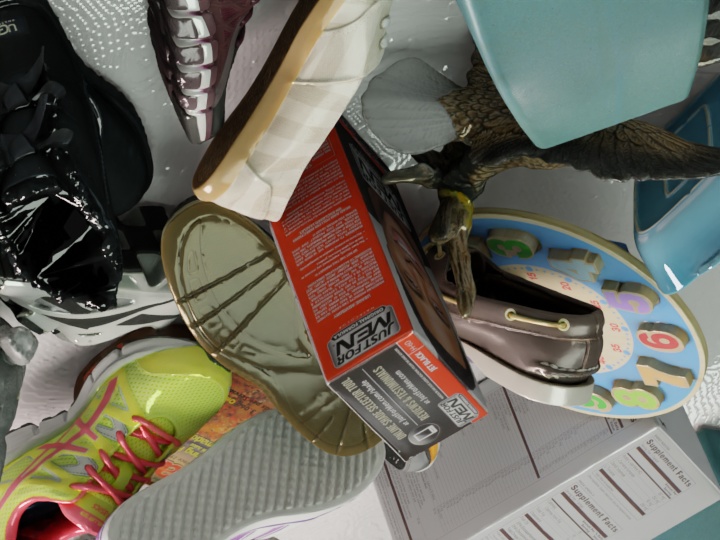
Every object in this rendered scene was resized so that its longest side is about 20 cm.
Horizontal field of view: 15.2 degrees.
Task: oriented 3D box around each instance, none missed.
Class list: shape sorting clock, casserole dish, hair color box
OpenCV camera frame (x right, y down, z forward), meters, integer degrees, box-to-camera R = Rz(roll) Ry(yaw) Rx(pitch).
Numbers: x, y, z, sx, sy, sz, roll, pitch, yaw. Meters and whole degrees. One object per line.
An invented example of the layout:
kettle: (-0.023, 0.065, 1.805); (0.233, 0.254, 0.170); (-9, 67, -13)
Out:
shape sorting clock: (0.121, 0.031, 1.682); (0.199, 0.039, 0.200); (24, 152, 14)
casserole dish: (0.206, -0.060, 1.604); (0.039, 0.200, 0.121); (40, 111, -12)
hair color box: (0.000, 0.000, 1.547); (0.061, 0.201, 0.102); (-30, 140, 11)

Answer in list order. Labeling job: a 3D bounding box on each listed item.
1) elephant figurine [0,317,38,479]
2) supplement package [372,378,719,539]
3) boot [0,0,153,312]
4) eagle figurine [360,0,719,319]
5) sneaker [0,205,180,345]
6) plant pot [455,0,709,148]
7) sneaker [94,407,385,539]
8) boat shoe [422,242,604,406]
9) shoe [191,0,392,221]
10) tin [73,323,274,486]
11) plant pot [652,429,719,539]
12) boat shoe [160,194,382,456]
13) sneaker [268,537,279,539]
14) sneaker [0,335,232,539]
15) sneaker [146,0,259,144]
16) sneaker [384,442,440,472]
elephant figurine: (-0.302, 0.070, 1.567); (0.199, 0.142, 0.156); (12, 103, -13)
supplement package: (0.123, 0.139, 1.822); (0.199, 0.114, 0.110); (-31, 138, 13)
boot: (-0.156, -0.047, 1.457); (0.073, 0.163, 0.199); (-22, 140, 5)
eagle figurine: (0.117, -0.089, 1.549); (0.200, 0.152, 0.151); (-30, -179, 35)
sneaker: (-0.181, 0.009, 1.578); (0.199, 0.074, 0.089); (7, 134, -31)
plant pot: (0.106, -0.176, 1.421); (0.141, 0.142, 0.200); (-20, 133, -1)
sneaker: (-0.084, 0.148, 1.659); (0.200, 0.073, 0.114); (-21, 162, -27)
boat shoe: (0.062, 0.015, 1.622); (0.072, 0.200, 0.060); (-10, 121, -49)
shoe: (-0.021, -0.113, 1.491); (0.053, 0.070, 0.200); (30, 109, -12)
tin: (-0.099, 0.098, 1.743); (0.112, 0.042, 0.200); (-43, 135, 19)
plant pot: (0.294, 0.241, 1.940); (0.141, 0.200, 0.141); (10, 130, -32)
boat shoe: (-0.053, 0.027, 1.590); (0.072, 0.066, 0.201); (-35, 120, 9)
sneaker: (-0.140, 0.216, 1.803); (0.090, 0.075, 0.200); (26, 140, -35)
sneaker: (-0.152, 0.118, 1.646); (0.200, 0.091, 0.078); (-37, 130, 21)
sneaker: (-0.054, -0.155, 1.451); (0.115, 0.076, 0.201); (-15, 139, -12)
sneaker: (-0.018, 0.070, 1.706); (0.077, 0.078, 0.200); (-42, 128, -4)
